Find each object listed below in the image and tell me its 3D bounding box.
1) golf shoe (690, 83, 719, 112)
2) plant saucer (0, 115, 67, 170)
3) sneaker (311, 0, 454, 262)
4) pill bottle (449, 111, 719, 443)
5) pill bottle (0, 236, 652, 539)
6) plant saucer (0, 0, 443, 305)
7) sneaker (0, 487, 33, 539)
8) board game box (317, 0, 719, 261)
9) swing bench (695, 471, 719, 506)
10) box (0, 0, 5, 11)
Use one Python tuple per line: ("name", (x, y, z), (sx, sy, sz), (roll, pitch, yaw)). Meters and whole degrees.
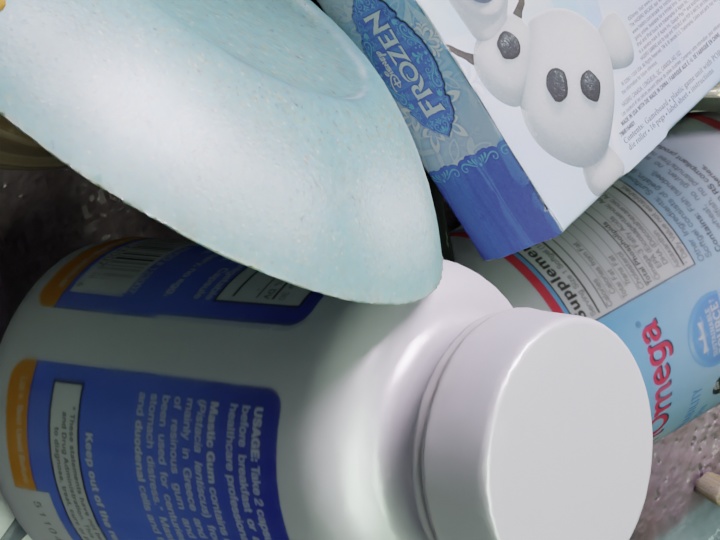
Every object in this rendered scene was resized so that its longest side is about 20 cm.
("golf shoe", (0.126, -0.093, 1.118), (0.199, 0.088, 0.078), (-18, 123, -33))
("plant saucer", (-0.087, -0.125, 0.953), (0.199, 0.029, 0.201), (-19, 121, -35))
("sneaker", (0.000, 0.000, 0.995), (0.088, 0.075, 0.201), (45, 35, -80))
("pill bottle", (0.079, 0.023, 1.115), (0.199, 0.109, 0.109), (-28, 127, -28))
("pill bottle", (-0.012, 0.050, 0.914), (0.112, 0.199, 0.113), (-6, 98, -49))
("plant saucer", (-0.050, -0.066, 0.850), (0.200, 0.201, 0.039), (15, 116, -45))
("sneaker", (-0.105, 0.145, 1.031), (0.129, 0.079, 0.200), (6, 96, -34))
("board game box", (0.053, -0.138, 0.957), (0.200, 0.043, 0.200), (-41, 103, -41))
("swing bench", (0.278, 0.051, 1.242), (0.129, 0.199, 0.201), (6, 107, -43))
("box", (-0.205, -0.085, 0.712), (0.200, 0.097, 0.125), (-33, 129, -26))
